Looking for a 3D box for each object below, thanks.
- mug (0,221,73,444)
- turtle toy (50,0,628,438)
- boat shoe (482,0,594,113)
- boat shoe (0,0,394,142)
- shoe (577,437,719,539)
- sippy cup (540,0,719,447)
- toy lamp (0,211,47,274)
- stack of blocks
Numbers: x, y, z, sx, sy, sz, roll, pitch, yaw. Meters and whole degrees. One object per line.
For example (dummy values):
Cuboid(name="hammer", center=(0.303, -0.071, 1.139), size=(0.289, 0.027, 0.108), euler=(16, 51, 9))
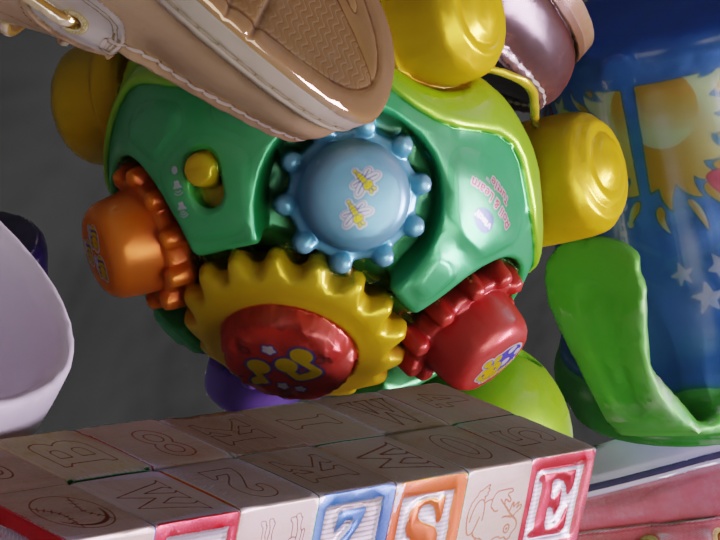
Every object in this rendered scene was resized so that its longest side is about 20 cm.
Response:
Cuboid(name="mug", center=(-0.155, 0.070, 0.729), size=(0.200, 0.148, 0.176), euler=(29, 110, -8))
Cuboid(name="turtle toy", center=(0.000, 0.000, 0.830), size=(0.200, 0.145, 0.101), euler=(48, 43, -40))
Cuboid(name="boat shoe", center=(-0.011, -0.103, 0.843), size=(0.200, 0.070, 0.070), euler=(40, 70, -31))
Cuboid(name="boat shoe", center=(-0.079, -0.095, 0.718), size=(0.200, 0.069, 0.074), euler=(39, 40, -22))
Cuboid(name="shoe", center=(0.064, 0.116, 0.936), size=(0.199, 0.091, 0.072), euler=(-17, 150, -8))
Cuboid(name="sippy cup", center=(0.118, -0.029, 0.942), size=(0.139, 0.178, 0.131), euler=(-17, 110, 0))
Cuboid(name="toy lamp", center=(-0.123, -0.051, 0.787), size=(0.058, 0.058, 0.201), euler=(-23, 121, -29))
Cuboid(name="stack of blocks", center=(-0.031, 0.098, 0.713), size=(0.200, 0.058, 0.116), euler=(-5, 111, -50))
